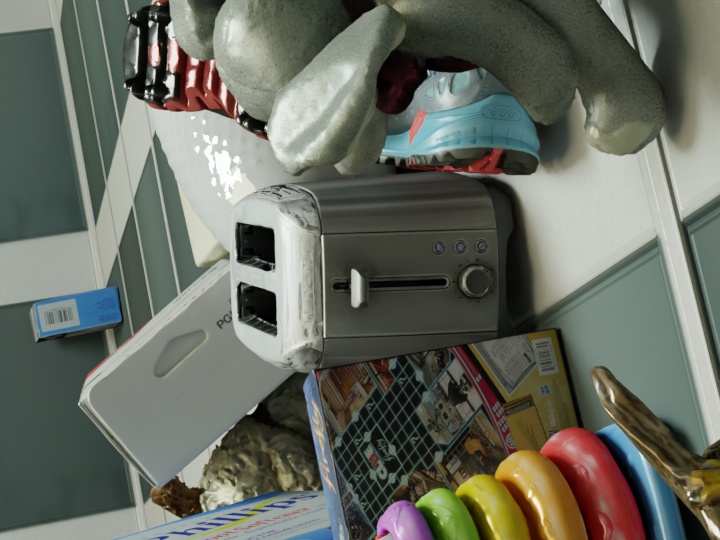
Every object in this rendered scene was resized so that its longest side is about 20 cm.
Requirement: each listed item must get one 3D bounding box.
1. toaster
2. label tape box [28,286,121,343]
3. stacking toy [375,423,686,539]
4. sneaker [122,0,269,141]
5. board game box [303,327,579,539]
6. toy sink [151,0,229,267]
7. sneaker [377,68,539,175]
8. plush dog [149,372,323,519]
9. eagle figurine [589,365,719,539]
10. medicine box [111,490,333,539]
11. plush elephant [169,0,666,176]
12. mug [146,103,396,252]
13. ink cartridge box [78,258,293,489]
[{"bbox_3d":[0.000,0.000,0.960,0.200,0.128,0.115,-163,72,-72],"label":"toaster"},{"bbox_3d":[-0.492,0.080,2.855,0.200,0.143,0.064,154,104,-75],"label":"label tape box"},{"bbox_3d":[0.045,0.138,0.756,0.116,0.198,0.111,126,133,-70],"label":"stacking toy"},{"bbox_3d":[-0.051,-0.115,0.957,0.200,0.097,0.072,18,104,47],"label":"sneaker"},{"bbox_3d":[0.056,0.139,0.842,0.035,0.134,0.202,128,132,-70],"label":"board game box"},{"bbox_3d":[-0.086,-0.118,1.279,0.130,0.111,0.202,144,113,-73],"label":"toy sink"},{"bbox_3d":[0.048,-0.101,0.894,0.200,0.079,0.096,-166,83,-68],"label":"sneaker"},{"bbox_3d":[-0.049,0.129,1.224,0.173,0.160,0.200,-61,9,-10],"label":"plush dog"},{"bbox_3d":[0.163,0.026,0.455,0.151,0.151,0.200,39,119,6],"label":"eagle figurine"},{"bbox_3d":[-0.042,0.201,1.012,0.199,0.181,0.104,-7,92,42],"label":"medicine box"},{"bbox_3d":[0.009,-0.105,0.709,0.200,0.155,0.165,40,-163,-45],"label":"plush elephant"},{"bbox_3d":[-0.041,-0.100,1.085,0.201,0.147,0.176,-61,37,31],"label":"mug"},{"bbox_3d":[-0.119,0.068,1.185,0.083,0.147,0.200,50,175,-6],"label":"ink cartridge box"}]
